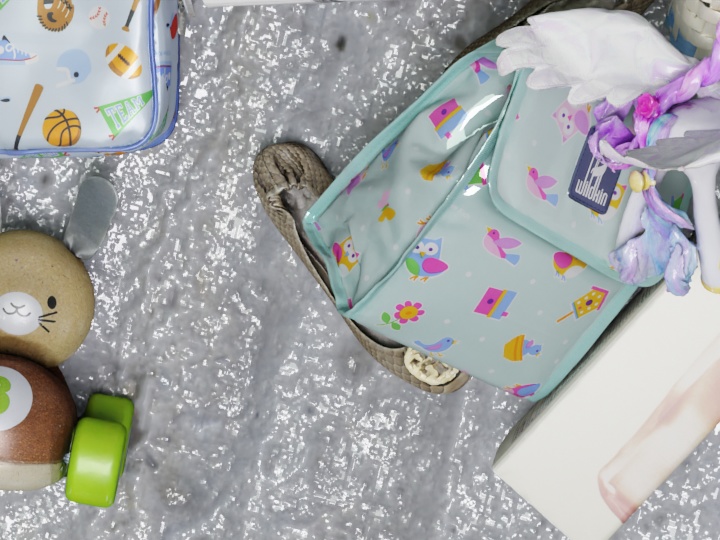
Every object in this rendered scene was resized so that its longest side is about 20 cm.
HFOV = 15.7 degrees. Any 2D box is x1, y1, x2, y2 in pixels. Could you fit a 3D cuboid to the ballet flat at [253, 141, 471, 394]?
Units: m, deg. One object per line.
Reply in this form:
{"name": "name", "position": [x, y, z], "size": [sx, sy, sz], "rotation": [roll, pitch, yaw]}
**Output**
{"name": "ballet flat", "position": [0.000, 0.000, 1.669], "size": [0.067, 0.046, 0.200], "rotation": [-37, 91, 14]}

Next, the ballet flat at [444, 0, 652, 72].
{"name": "ballet flat", "position": [0.111, -0.133, 1.620], "size": [0.200, 0.046, 0.067], "rotation": [-41, 91, 13]}

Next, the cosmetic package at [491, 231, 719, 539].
{"name": "cosmetic package", "position": [0.182, 0.070, 1.621], "size": [0.087, 0.103, 0.200], "rotation": [42, 105, 0]}

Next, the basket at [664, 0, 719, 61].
{"name": "basket", "position": [0.275, -0.200, 1.536], "size": [0.176, 0.139, 0.200], "rotation": [13, 109, -6]}

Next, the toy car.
{"name": "toy car", "position": [-0.219, 0.032, 1.659], "size": [0.164, 0.158, 0.200], "rotation": [10, 98, -3]}

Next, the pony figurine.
{"name": "pony figurine", "position": [0.190, -0.081, 1.468], "size": [0.193, 0.167, 0.200], "rotation": [-19, 133, -20]}

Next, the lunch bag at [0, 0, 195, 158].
{"name": "lunch bag", "position": [-0.206, -0.152, 1.668], "size": [0.200, 0.076, 0.160], "rotation": [0, 97, 11]}

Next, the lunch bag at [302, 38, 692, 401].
{"name": "lunch bag", "position": [0.095, -0.039, 1.570], "size": [0.170, 0.122, 0.200], "rotation": [27, 116, -35]}

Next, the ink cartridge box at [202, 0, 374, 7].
{"name": "ink cartridge box", "position": [0.020, -0.205, 1.557], "size": [0.200, 0.146, 0.084], "rotation": [1, 99, 26]}
